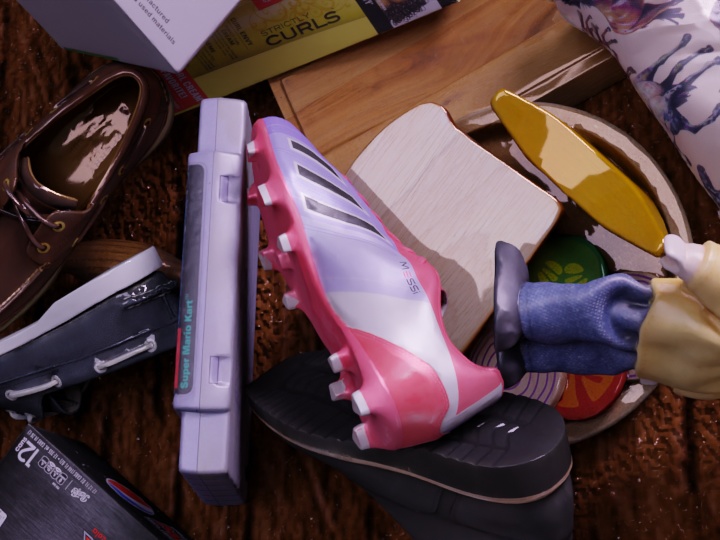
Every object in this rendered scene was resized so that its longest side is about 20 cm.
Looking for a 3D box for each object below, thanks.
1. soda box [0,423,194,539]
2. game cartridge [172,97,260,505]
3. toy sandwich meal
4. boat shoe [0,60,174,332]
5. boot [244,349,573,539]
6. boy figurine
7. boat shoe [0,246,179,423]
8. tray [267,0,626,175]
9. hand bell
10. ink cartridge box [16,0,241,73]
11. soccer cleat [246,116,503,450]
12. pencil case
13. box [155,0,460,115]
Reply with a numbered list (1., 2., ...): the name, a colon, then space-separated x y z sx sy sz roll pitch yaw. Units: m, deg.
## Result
1. soda box: -0.121 0.171 0.923 0.200 0.071 0.063 37 89 25
2. game cartridge: -0.077 0.020 0.917 0.038 0.130 0.201 0 75 5
3. toy sandwich meal: 0.075 -0.004 0.880 0.204 0.070 0.206 -2 86 21
4. boat shoe: -0.183 -0.041 0.944 0.072 0.068 0.200 40 87 -2
5. boot: 0.028 0.125 0.871 0.077 0.139 0.199 -34 34 -32
6. boy figurine: 0.161 0.020 0.790 0.199 0.125 0.065 -2 58 10
7. boat shoe: -0.181 0.057 0.971 0.200 0.076 0.061 -29 92 33
8. tray: 0.054 -0.114 0.956 0.199 0.037 0.099 -29 67 11
9. hand bell: -0.195 -0.009 1.008 0.199 0.104 0.105 11 79 10
10. ink cartridge box: -0.095 -0.213 0.924 0.200 0.084 0.146 -52 34 -14
11. soccer cleat: 0.000 0.000 0.836 0.076 0.067 0.201 -16 56 -15
12. pencil case: 0.179 -0.093 0.856 0.089 0.078 0.200 -39 78 17
13. box: -0.043 -0.159 0.960 0.199 0.075 0.050 -17 38 26
